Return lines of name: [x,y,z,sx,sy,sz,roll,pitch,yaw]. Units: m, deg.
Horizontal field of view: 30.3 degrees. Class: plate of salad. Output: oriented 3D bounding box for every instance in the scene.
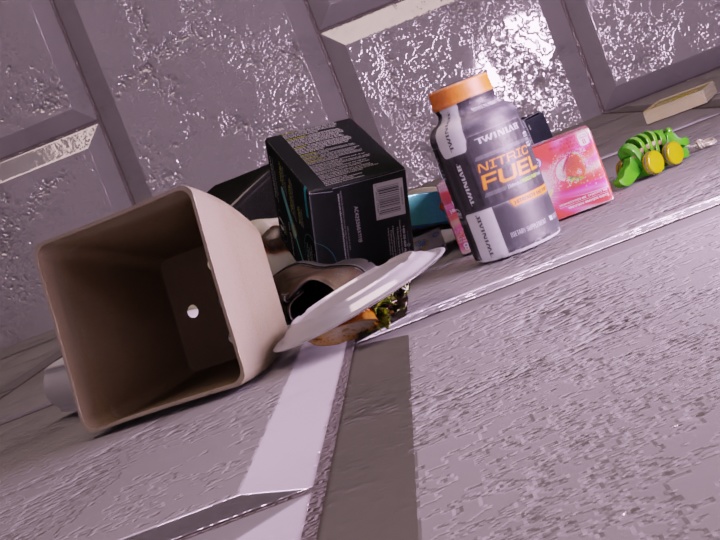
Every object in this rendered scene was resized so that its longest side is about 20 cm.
plate of salad: [0.003,0.036,1.329,0.200,0.048,0.200,-31,5,3]

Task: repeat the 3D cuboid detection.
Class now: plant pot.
plant pot: [-0.205,-0.048,2.311,0.199,0.200,0.177,-16,16,42]
plant pot: [-0.184,0.036,1.382,0.199,0.200,0.177,-19,-5,25]

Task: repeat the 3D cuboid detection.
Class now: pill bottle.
pill bottle: [0.143,-0.118,1.495,0.106,0.201,0.106,-22,5,2]

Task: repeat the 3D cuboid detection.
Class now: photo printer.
photo printer: [-0.266,0.106,1.576,0.166,0.070,0.200,-25,6,-35]

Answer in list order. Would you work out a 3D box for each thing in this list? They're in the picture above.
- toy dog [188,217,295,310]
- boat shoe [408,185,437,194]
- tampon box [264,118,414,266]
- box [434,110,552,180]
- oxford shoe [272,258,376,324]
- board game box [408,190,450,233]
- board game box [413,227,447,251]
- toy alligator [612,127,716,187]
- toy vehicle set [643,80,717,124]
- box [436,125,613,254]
toy dog: [-0.146,-0.009,1.912,0.200,0.140,0.194,-14,9,41]
boat shoe: [0.086,-0.099,2.220,0.201,0.074,0.063,-23,11,36]
tampon box: [-0.027,-0.082,1.683,0.126,0.150,0.200,-14,28,-14]
box: [0.269,-0.226,2.616,0.199,0.105,0.148,-18,6,26]
oxford shoe: [-0.070,0.031,1.543,0.200,0.073,0.084,-16,9,47]
board game box: [0.115,-0.081,1.811,0.199,0.045,0.152,-9,-2,-21]
board game box: [0.000,0.000,1.779,0.200,0.034,0.134,-25,6,-31]
toy alligator: [0.391,-0.162,1.737,0.200,0.054,0.059,-25,7,-34]
toy vehicle set: [0.646,-0.340,2.684,0.124,0.027,0.200,-19,6,24]
box: [0.204,-0.102,1.656,0.199,0.095,0.103,-20,5,9]
